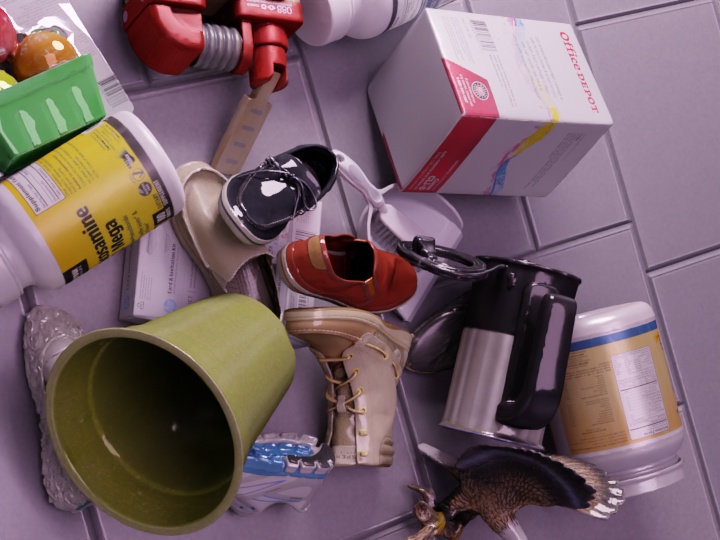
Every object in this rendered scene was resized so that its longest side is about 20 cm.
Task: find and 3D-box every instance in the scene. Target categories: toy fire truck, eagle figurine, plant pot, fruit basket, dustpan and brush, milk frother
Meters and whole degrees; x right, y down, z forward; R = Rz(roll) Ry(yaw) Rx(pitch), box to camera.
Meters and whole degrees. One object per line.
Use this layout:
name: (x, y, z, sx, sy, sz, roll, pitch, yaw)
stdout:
toy fire truck: (-0.149, -0.213, 1.628, 0.176, 0.129, 0.200, 2, 71, -31)
eagle figurine: (0.159, 0.232, 1.686, 0.151, 0.200, 0.152, 53, 20, -22)
plant pot: (-0.154, 0.110, 1.485, 0.200, 0.200, 0.190, 62, 31, -8)
fruit basket: (-0.340, -0.197, 1.530, 0.185, 0.094, 0.200, -31, 83, -31)
dustpan and brush: (0.028, -0.057, 1.730, 0.200, 0.057, 0.140, 42, 64, -19)
milk frother: (0.117, 0.074, 1.675, 0.200, 0.181, 0.188, 13, 84, 1)

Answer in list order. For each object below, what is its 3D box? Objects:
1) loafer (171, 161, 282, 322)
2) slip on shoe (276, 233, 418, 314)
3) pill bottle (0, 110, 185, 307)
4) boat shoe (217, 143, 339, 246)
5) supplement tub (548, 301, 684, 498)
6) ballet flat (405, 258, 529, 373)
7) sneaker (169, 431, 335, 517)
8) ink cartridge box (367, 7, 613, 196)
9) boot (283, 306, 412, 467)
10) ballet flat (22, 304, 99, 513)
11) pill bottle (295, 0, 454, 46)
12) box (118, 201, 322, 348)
loafer: (-0.122, -0.017, 1.581, 0.076, 0.068, 0.200, -28, 96, -32)
slip on shoe: (0.000, 0.000, 1.632, 0.200, 0.061, 0.074, 12, 59, -51)
pill bottle: (-0.273, -0.053, 1.506, 0.200, 0.112, 0.113, -34, 100, -15)
boat shoe: (-0.078, -0.080, 1.587, 0.075, 0.062, 0.200, 52, 29, 0)
supplement tub: (0.277, 0.146, 1.799, 0.145, 0.145, 0.200, -14, 90, -32)
ballet flat: (0.121, 0.053, 1.784, 0.200, 0.057, 0.067, -33, 108, -24)
sneaker: (-0.129, 0.202, 1.592, 0.200, 0.075, 0.087, 13, 113, -15)
ink cartridge box: (0.139, -0.177, 1.745, 0.200, 0.145, 0.145, 1, 57, -30)
boot: (-0.018, 0.121, 1.641, 0.200, 0.073, 0.156, 25, 70, -59)
ballet flat: (-0.269, 0.127, 1.519, 0.072, 0.072, 0.200, -7, 85, -32)
pill bottle: (0.016, -0.317, 1.732, 0.200, 0.120, 0.120, -28, 97, -31)
box: (-0.139, -0.011, 1.634, 0.200, 0.041, 0.156, 11, 76, -31)
